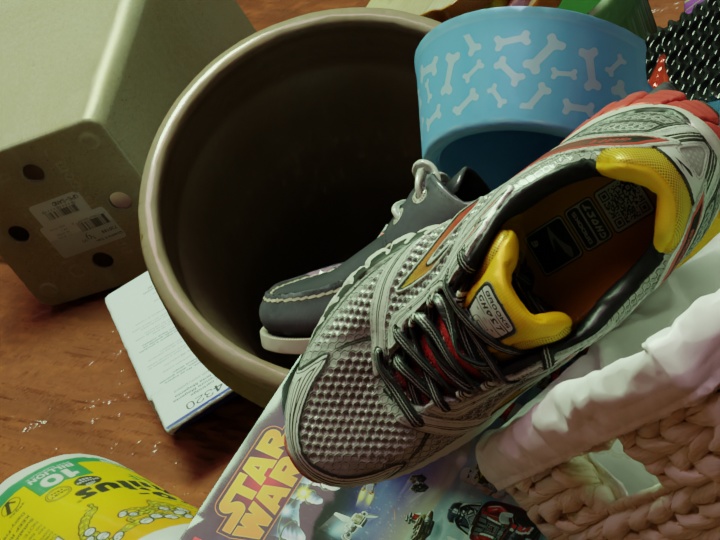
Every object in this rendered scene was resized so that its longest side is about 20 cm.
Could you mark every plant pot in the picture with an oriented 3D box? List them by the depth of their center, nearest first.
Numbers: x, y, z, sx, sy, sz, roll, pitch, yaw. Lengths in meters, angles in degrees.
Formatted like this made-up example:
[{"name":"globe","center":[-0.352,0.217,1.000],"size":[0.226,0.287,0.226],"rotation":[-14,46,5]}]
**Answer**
[{"name":"plant pot","center":[0.000,0.000,1.004],"size":[0.198,0.175,0.202],"rotation":[-2,65,3]},{"name":"plant pot","center":[-0.180,-0.097,1.397],"size":[0.198,0.201,0.178],"rotation":[-16,39,25]}]

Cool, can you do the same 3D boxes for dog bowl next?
[{"name":"dog bowl","center":[0.109,-0.044,0.865],"size":[0.111,0.199,0.050],"rotation":[-22,51,52]}]

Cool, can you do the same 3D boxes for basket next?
[{"name":"basket","center":[0.179,0.049,0.714],"size":[0.200,0.161,0.198],"rotation":[-39,-2,-20]}]

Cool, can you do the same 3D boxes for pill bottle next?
[{"name":"pill bottle","center":[-0.097,0.159,0.918],"size":[0.113,0.113,0.199],"rotation":[-38,26,-20]}]

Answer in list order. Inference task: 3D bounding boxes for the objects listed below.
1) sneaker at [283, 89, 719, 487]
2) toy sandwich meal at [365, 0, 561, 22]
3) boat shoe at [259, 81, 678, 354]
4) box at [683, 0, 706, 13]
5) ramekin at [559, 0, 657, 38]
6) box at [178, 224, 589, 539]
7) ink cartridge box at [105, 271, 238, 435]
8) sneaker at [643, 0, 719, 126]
[{"name":"sneaker","center":[0.043,0.009,0.723],"size":[0.200,0.078,0.082],"rotation":[-42,-3,22]},{"name":"toy sandwich meal","center":[0.022,-0.135,1.154],"size":[0.204,0.071,0.206],"rotation":[-24,27,13]},{"name":"boat shoe","center":[0.045,-0.019,0.798],"size":[0.198,0.063,0.073],"rotation":[-17,10,20]},{"name":"box","center":[0.259,-0.165,1.188],"size":[0.142,0.036,0.200],"rotation":[-23,14,14]},{"name":"ramekin","center":[0.094,-0.118,1.248],"size":[0.198,0.098,0.201],"rotation":[-23,26,12]},{"name":"box","center":[0.022,0.088,0.824],"size":[0.136,0.040,0.201],"rotation":[22,61,19]},{"name":"ink cartridge box","center":[-0.046,0.016,1.211],"size":[0.195,0.044,0.200],"rotation":[-31,29,-3]},{"name":"sneaker","center":[0.174,-0.069,0.933],"size":[0.199,0.093,0.071],"rotation":[-20,41,54]}]
